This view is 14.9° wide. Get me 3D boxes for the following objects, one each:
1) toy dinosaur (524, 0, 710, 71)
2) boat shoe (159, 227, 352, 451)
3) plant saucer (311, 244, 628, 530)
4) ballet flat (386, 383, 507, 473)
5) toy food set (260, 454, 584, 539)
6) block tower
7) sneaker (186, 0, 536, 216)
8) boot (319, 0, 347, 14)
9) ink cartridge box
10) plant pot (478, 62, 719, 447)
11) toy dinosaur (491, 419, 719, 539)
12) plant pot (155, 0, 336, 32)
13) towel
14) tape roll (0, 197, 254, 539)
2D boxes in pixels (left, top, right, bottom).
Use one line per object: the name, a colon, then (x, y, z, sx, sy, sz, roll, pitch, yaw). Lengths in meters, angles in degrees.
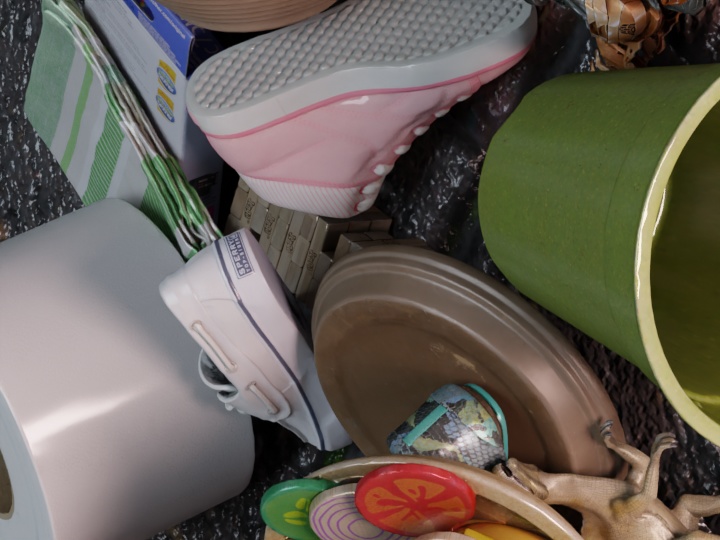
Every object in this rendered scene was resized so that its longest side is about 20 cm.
toy dinosaur: (0.120, -0.155, 1.396, 0.136, 0.102, 0.200, 38, 127, 27)
boat shoe: (-0.060, 0.047, 1.564, 0.065, 0.200, 0.074, -25, 50, 3)
plant saucer: (0.052, 0.072, 1.481, 0.200, 0.029, 0.200, 27, 144, 22)
ballet flat: (0.049, 0.145, 1.476, 0.074, 0.074, 0.200, 30, 145, 41)
toy food set: (0.037, 0.167, 1.419, 0.200, 0.049, 0.198, 24, 137, 2)
block tower: (0.000, 0.000, 1.585, 0.200, 0.054, 0.058, 36, 119, 39)
sneaker: (0.013, -0.094, 1.538, 0.200, 0.105, 0.075, -17, 43, 14)
boot: (-0.061, -0.202, 1.616, 0.200, 0.075, 0.097, 21, 112, 45)
ink cartridge box: (-0.124, -0.111, 1.663, 0.119, 0.042, 0.200, 51, 153, 30)
plant pot: (0.159, -0.026, 1.345, 0.190, 0.200, 0.200, 19, 107, 57)
toy dinosaur: (0.163, 0.142, 1.423, 0.200, 0.058, 0.101, 41, 114, -4)
plant pot: (-0.059, -0.193, 1.510, 0.201, 0.201, 0.093, 25, 136, 42)
towel: (-0.150, -0.056, 1.690, 0.200, 0.023, 0.153, 57, 155, 18)
tape roll: (-0.174, 0.073, 1.660, 0.203, 0.139, 0.203, 45, 149, 38)
